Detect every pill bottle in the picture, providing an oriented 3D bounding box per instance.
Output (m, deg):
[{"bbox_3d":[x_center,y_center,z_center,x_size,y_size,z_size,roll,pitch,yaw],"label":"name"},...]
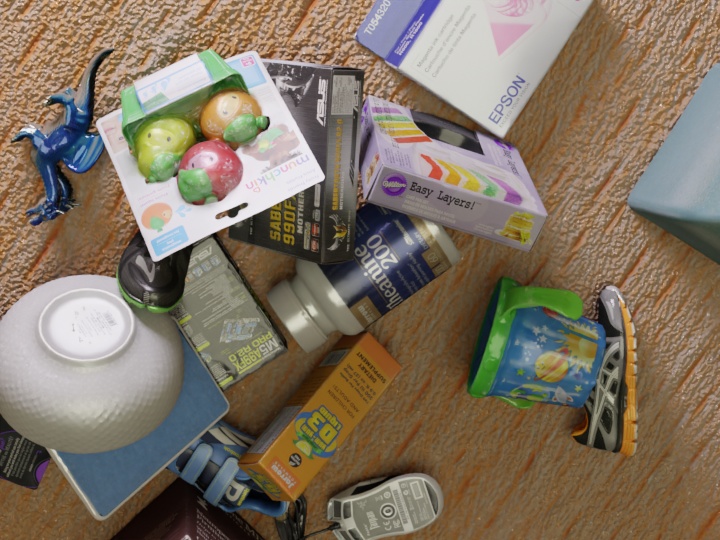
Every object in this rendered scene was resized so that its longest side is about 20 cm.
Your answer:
[{"bbox_3d":[0.000,0.000,1.349,0.200,0.111,0.111,-36,104,1],"label":"pill bottle"}]

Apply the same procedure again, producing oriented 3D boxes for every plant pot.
[{"bbox_3d":[0.449,-0.092,1.343,0.196,0.200,0.197,31,96,-12],"label":"plant pot"}]

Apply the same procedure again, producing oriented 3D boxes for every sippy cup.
[{"bbox_3d":[0.199,0.090,1.370,0.130,0.178,0.140,16,88,2],"label":"sippy cup"}]

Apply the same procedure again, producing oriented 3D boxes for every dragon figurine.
[{"bbox_3d":[-0.300,-0.140,1.308,0.099,0.059,0.200,42,95,-13],"label":"dragon figurine"}]

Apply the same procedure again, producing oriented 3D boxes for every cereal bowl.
[{"bbox_3d":[-0.275,0.079,1.239,0.200,0.200,0.083,2,139,-8],"label":"cereal bowl"}]

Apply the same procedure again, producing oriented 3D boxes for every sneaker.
[{"bbox_3d":[-0.158,0.217,1.371,0.200,0.082,0.074,22,117,-22],"label":"sneaker"},{"bbox_3d":[-0.201,-0.042,1.276,0.077,0.200,0.084,16,140,-7],"label":"sneaker"},{"bbox_3d":[0.284,0.118,1.433,0.077,0.078,0.200,0,95,13],"label":"sneaker"}]

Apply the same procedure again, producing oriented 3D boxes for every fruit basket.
[{"bbox_3d":[-0.155,-0.124,1.222,0.185,0.200,0.094,-25,141,-3],"label":"fruit basket"}]

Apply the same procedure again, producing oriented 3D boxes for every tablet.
[{"bbox_3d":[-0.236,0.152,1.298,0.200,0.014,0.130,-40,107,-35],"label":"tablet"}]

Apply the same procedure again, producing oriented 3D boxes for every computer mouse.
[{"bbox_3d":[0.001,0.288,1.448,0.200,0.044,0.110,-16,99,2],"label":"computer mouse"}]

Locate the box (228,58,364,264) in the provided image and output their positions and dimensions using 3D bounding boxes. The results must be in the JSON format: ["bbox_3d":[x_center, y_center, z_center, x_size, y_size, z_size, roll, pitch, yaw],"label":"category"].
[{"bbox_3d":[-0.070,-0.119,1.295,0.048,0.158,0.200,-7,106,-44],"label":"box"}]

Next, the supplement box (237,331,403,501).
[{"bbox_3d":[-0.043,0.160,1.361,0.067,0.069,0.200,47,68,-14],"label":"supplement box"}]

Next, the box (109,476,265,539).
[{"bbox_3d":[-0.192,0.357,1.355,0.164,0.200,0.166,-43,104,3],"label":"box"}]

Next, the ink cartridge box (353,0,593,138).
[{"bbox_3d":[0.127,-0.279,1.344,0.200,0.043,0.197,31,97,-14],"label":"ink cartridge box"}]

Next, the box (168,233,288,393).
[{"bbox_3d":[-0.206,0.073,1.373,0.200,0.044,0.160,-33,105,1],"label":"box"}]

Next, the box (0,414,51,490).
[{"bbox_3d":[-0.408,0.128,1.309,0.200,0.106,0.122,23,124,-12],"label":"box"}]

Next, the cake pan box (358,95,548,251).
[{"bbox_3d":[0.090,-0.106,1.298,0.184,0.200,0.052,19,115,-13],"label":"cake pan box"}]
